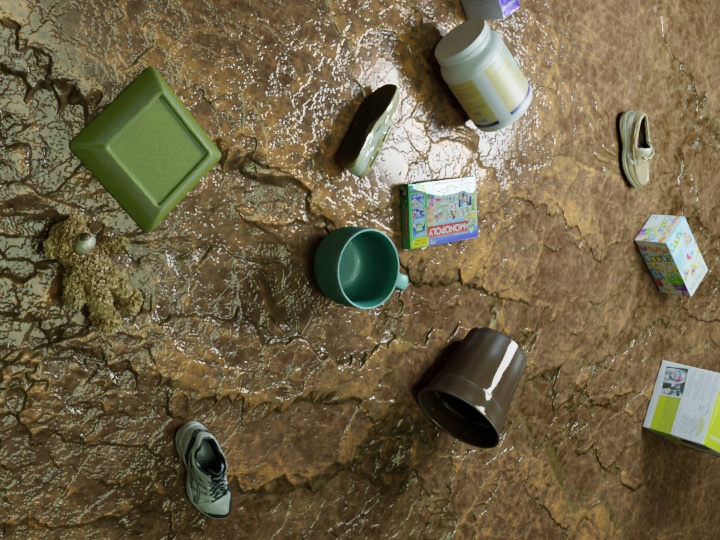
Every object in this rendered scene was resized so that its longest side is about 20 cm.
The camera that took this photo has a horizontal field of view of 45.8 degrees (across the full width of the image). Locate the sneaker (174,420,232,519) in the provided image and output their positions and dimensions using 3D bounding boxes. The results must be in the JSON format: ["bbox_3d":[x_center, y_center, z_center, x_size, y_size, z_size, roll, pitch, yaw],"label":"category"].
[{"bbox_3d":[-0.271,0.369,1.523,0.075,0.087,0.203,-32,116,-31],"label":"sneaker"}]

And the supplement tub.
[{"bbox_3d":[0.257,-0.409,1.788,0.146,0.144,0.200,-53,123,-19],"label":"supplement tub"}]

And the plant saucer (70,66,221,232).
[{"bbox_3d":[-0.343,-0.200,1.417,0.200,0.048,0.201,-50,122,-21],"label":"plant saucer"}]

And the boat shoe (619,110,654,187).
[{"bbox_3d":[0.717,-0.310,2.193,0.073,0.066,0.203,-30,113,-30],"label":"boat shoe"}]

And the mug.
[{"bbox_3d":[-0.009,0.003,1.658,0.152,0.114,0.186,-47,121,-23],"label":"mug"}]

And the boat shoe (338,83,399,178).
[{"bbox_3d":[0.025,-0.274,1.681,0.066,0.073,0.202,43,71,-46],"label":"boat shoe"}]

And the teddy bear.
[{"bbox_3d":[-0.423,0.007,1.371,0.144,0.066,0.203,-24,110,-35],"label":"teddy bear"}]

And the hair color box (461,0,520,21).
[{"bbox_3d":[0.248,-0.626,1.774,0.065,0.109,0.202,-39,118,-26],"label":"hair color box"}]

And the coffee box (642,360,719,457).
[{"bbox_3d":[0.952,0.396,2.393,0.198,0.196,0.203,27,80,-36],"label":"coffee box"}]

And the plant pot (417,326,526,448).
[{"bbox_3d":[0.255,0.245,1.857,0.201,0.198,0.199,53,57,-29],"label":"plant pot"}]

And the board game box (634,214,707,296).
[{"bbox_3d":[0.845,-0.041,2.313,0.105,0.102,0.201,-49,122,-21],"label":"board game box"}]

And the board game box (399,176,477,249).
[{"bbox_3d":[0.171,-0.127,1.833,0.198,0.029,0.137,-11,102,-36],"label":"board game box"}]
